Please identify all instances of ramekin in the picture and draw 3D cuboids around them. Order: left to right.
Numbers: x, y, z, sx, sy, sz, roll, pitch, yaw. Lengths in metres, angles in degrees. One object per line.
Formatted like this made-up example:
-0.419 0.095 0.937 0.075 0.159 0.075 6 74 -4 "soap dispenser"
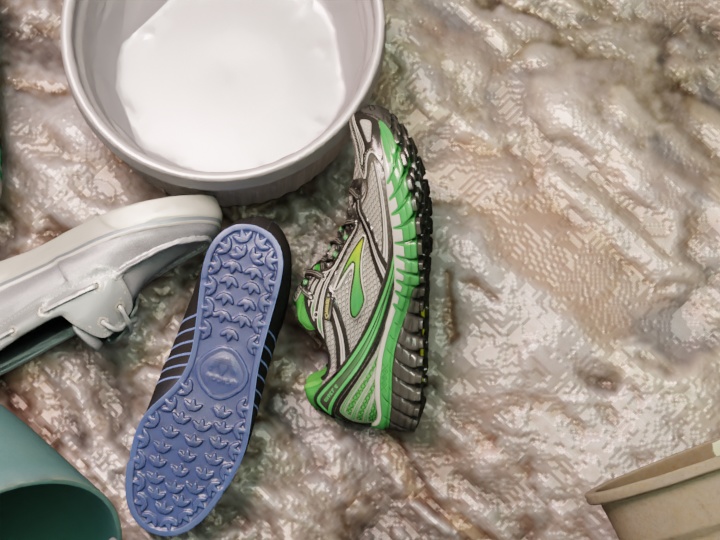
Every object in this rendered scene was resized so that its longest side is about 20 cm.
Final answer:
-0.084 -0.134 1.489 0.199 0.105 0.201 0 74 0 "ramekin"

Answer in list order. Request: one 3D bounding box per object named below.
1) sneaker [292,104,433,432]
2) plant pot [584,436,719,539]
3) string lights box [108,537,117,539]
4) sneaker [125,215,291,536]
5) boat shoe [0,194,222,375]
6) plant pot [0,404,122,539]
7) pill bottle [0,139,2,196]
0.000 0.000 1.434 0.085 0.078 0.201 3 103 5 "sneaker"
0.253 0.181 1.367 0.199 0.200 0.184 -20 86 -5 "plant pot"
-0.114 0.263 1.359 0.103 0.059 0.200 -40 106 -10 "string lights box"
-0.086 0.064 1.458 0.070 0.078 0.201 22 97 4 "sneaker"
-0.170 0.018 1.462 0.200 0.070 0.072 -23 74 7 "boat shoe"
-0.263 0.147 1.370 0.200 0.201 0.161 -40 58 -10 "plant pot"
-0.282 -0.137 1.487 0.112 0.113 0.201 -4 75 -1 "pill bottle"
